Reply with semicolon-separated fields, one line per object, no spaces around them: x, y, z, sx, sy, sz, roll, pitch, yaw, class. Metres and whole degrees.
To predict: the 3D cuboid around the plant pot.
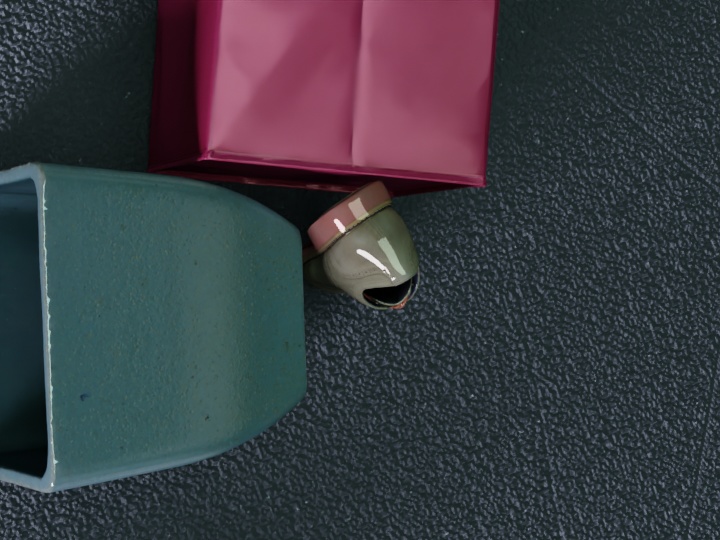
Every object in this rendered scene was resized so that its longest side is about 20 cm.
-0.146;0.033;1.274;0.198;0.195;0.199;-2;90;-29;plant pot

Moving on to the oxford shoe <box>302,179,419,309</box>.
0.000;0.000;1.309;0.070;0.200;0.075;-33;84;-6;oxford shoe

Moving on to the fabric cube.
-0.027;-0.160;1.305;0.198;0.196;0.202;4;88;-19;fabric cube
